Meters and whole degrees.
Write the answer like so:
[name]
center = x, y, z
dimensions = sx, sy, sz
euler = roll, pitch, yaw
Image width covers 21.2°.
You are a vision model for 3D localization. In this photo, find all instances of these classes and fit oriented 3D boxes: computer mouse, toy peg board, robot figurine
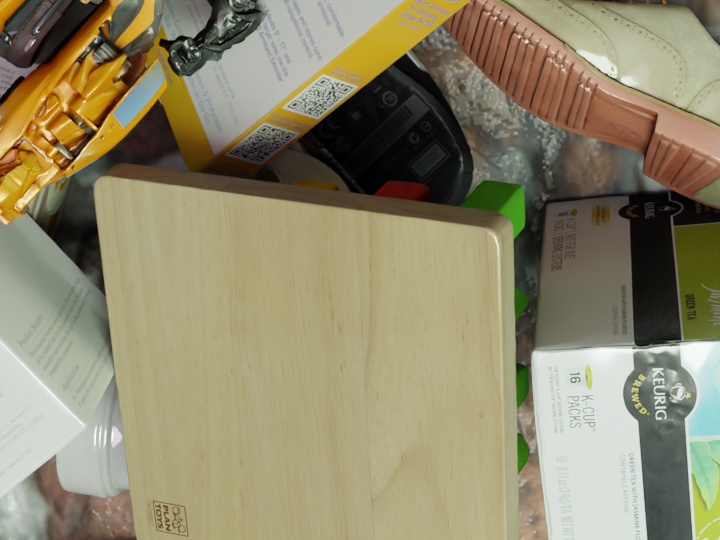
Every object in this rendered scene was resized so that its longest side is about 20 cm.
[computer mouse]
center = 0.002, -0.128, 0.987
dimensions = 0.200, 0.046, 0.141
euler = 43, 118, 2
[toy peg board]
center = -0.008, 0.041, 0.915
dimensions = 0.198, 0.098, 0.201
euler = 8, 117, 23
[robot figurine]
center = -0.127, -0.126, 0.866
dimensions = 0.145, 0.058, 0.200
euler = 42, 88, -14

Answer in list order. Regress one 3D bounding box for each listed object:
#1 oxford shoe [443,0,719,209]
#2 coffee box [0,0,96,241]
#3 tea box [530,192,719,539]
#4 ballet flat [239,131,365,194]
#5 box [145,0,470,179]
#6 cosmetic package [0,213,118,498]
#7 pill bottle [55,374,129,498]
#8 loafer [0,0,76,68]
[oxford shoe]
center = 0.128, -0.108, 0.978
dimensions = 0.199, 0.071, 0.074
euler = 33, 72, 3
[coffee box]
center = -0.199, -0.042, 1.010
dimensions = 0.079, 0.114, 0.201
euler = 20, 112, -1
[tea box]
center = 0.189, 0.051, 0.950
dimensions = 0.195, 0.200, 0.135
euler = -5, 111, 10
[ballet flat]
center = 0.000, 0.000, 0.968
dimensions = 0.200, 0.072, 0.072
euler = 47, 111, 0
[box]
center = -0.021, -0.143, 0.913
dimensions = 0.200, 0.041, 0.120
euler = -35, 63, 25
[cosmetic package]
center = -0.209, 0.002, 0.909
dimensions = 0.081, 0.113, 0.200
euler = -39, 101, 20
[pill bottle]
center = -0.059, 0.090, 1.047
dimensions = 0.198, 0.112, 0.113
euler = 6, 113, 6
[loafer]
center = -0.111, -0.174, 0.933
dimensions = 0.200, 0.072, 0.063
euler = -40, 85, -13
